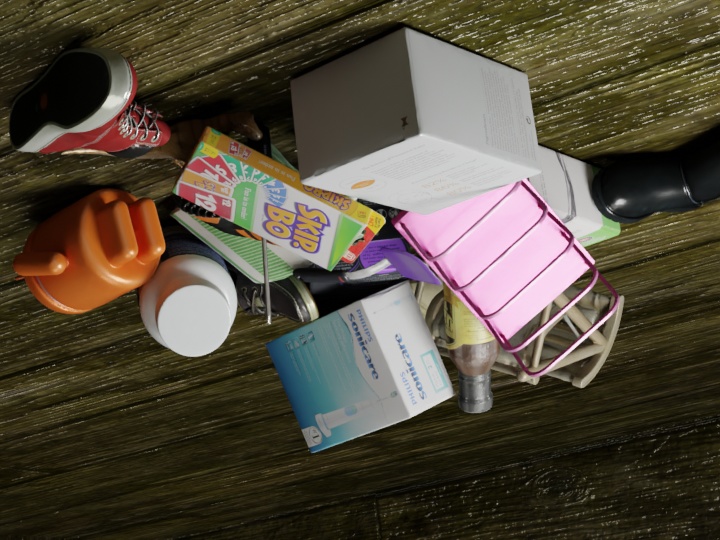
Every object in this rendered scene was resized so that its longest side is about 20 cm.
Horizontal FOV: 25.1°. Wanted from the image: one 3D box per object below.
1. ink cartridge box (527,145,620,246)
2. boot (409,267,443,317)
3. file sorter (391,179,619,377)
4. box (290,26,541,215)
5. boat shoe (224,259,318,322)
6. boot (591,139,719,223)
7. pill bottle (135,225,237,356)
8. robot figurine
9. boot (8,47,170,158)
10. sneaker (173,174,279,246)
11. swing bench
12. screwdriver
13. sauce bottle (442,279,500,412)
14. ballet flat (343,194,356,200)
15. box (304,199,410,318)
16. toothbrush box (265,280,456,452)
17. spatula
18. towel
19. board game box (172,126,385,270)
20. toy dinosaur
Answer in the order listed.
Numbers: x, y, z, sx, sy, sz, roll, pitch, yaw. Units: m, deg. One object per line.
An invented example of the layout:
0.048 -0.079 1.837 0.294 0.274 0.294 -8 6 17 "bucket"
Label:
0.185 -0.075 1.869 0.144 0.085 0.199 -19 160 34 "ink cartridge box"
0.158 0.024 2.205 0.199 0.074 0.155 12 154 -44 "boot"
0.158 -0.009 1.694 0.139 0.126 0.200 -41 117 5 "file sorter"
0.055 -0.138 1.562 0.151 0.108 0.199 -19 160 37 "box"
-0.120 0.025 1.933 0.064 0.074 0.199 -32 -150 -20 "boat shoe"
0.383 -0.112 1.851 0.197 0.074 0.162 -4 167 -37 "boot"
-0.199 0.026 1.841 0.110 0.112 0.200 -4 -163 -11 "pill bottle"
-0.300 -0.020 1.792 0.199 0.144 0.117 -24 118 44 "robot figurine"
-0.218 -0.149 1.483 0.143 0.073 0.199 4 168 -34 "boot"
-0.095 -0.061 1.705 0.198 0.071 0.090 17 176 10 "sneaker"
0.182 0.060 1.971 0.197 0.131 0.199 15 -179 37 "swing bench"
-0.101 -0.047 1.643 0.028 0.203 0.029 -3 175 26 "screwdriver"
0.126 0.063 1.821 0.064 0.202 0.065 -3 -159 1 "sauce bottle"
-0.007 -0.108 1.675 0.069 0.070 0.200 -7 -177 -1 "ballet flat"
-0.011 -0.020 1.928 0.121 0.107 0.200 -5 164 -7 "box"
-0.002 0.116 1.911 0.085 0.148 0.199 -22 176 -41 "toothbrush box"
0.000 0.000 1.755 0.198 0.021 0.057 -6 140 39 "spatula"
-0.106 -0.057 1.785 0.152 0.024 0.199 40 142 -18 "towel"
-0.080 -0.065 1.593 0.198 0.030 0.096 24 144 -12 "board game box"
-0.185 -0.126 1.626 0.198 0.061 0.107 -12 140 16 "toy dinosaur"
